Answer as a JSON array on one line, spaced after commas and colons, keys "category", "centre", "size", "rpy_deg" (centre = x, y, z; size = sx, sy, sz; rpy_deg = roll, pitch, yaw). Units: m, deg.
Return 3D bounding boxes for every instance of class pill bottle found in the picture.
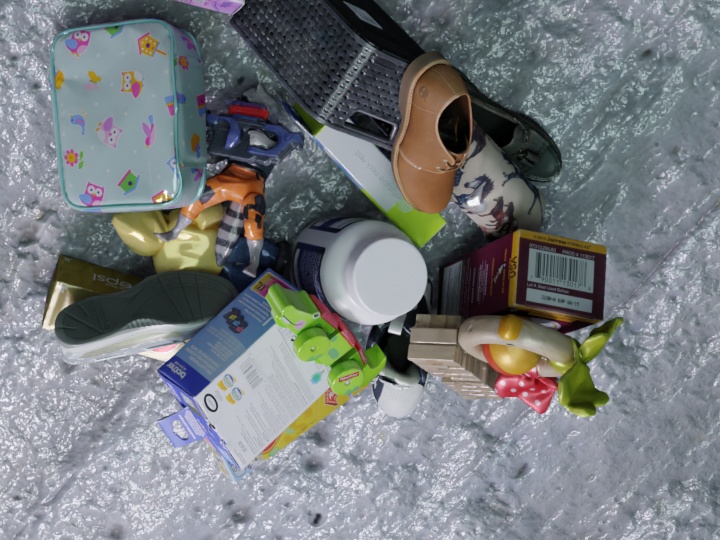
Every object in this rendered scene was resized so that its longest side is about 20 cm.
[{"category": "pill bottle", "centre": [0.000, 0.000, 1.666], "size": [0.111, 0.200, 0.112], "rpy_deg": [-1, 95, -18]}]

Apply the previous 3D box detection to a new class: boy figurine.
[{"category": "boy figurine", "centre": [-0.183, -0.021, 1.723], "size": [0.199, 0.064, 0.125], "rpy_deg": [16, 108, -12]}]

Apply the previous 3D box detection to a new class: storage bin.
[{"category": "storage bin", "centre": [-0.023, -0.223, 1.556], "size": [0.135, 0.200, 0.094], "rpy_deg": [16, 116, -47]}]

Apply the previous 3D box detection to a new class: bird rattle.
[{"category": "bird rattle", "centre": [0.179, 0.081, 1.632], "size": [0.163, 0.200, 0.113], "rpy_deg": [25, 81, -25]}]

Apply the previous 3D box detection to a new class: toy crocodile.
[{"category": "toy crocodile", "centre": [-0.036, 0.069, 1.613], "size": [0.062, 0.068, 0.200], "rpy_deg": [-38, 138, 4]}]

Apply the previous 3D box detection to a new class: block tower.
[{"category": "block tower", "centre": [0.114, 0.098, 1.730], "size": [0.058, 0.200, 0.054], "rpy_deg": [2, 74, 22]}]

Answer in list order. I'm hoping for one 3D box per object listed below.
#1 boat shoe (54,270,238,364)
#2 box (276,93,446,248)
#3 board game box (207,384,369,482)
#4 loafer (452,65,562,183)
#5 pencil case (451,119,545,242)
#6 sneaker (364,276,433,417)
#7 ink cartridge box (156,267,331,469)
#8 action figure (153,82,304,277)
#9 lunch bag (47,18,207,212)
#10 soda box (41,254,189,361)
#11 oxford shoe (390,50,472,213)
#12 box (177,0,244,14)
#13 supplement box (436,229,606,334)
[{"category": "boat shoe", "centre": [-0.230, 0.055, 1.682], "size": [0.201, 0.075, 0.065], "rpy_deg": [-16, 149, -13]}, {"category": "box", "centre": [0.000, -0.121, 1.663], "size": [0.048, 0.122, 0.200], "rpy_deg": [-43, 114, 4]}, {"category": "board game box", "centre": [-0.098, 0.130, 1.772], "size": [0.200, 0.034, 0.135], "rpy_deg": [-35, 119, -21]}, {"category": "loafer", "centre": [0.143, -0.151, 1.699], "size": [0.200, 0.063, 0.072], "rpy_deg": [33, 108, -20]}, {"category": "pencil case", "centre": [0.122, -0.098, 1.668], "size": [0.089, 0.078, 0.200], "rpy_deg": [-35, 130, 18]}, {"category": "sneaker", "centre": [0.039, 0.112, 1.760], "size": [0.079, 0.130, 0.200], "rpy_deg": [16, 125, 4]}, {"category": "ink cartridge box", "centre": [-0.125, 0.117, 1.669], "size": [0.200, 0.076, 0.137], "rpy_deg": [-44, 135, -18]}, {"category": "action figure", "centre": [-0.150, -0.110, 1.659], "size": [0.199, 0.105, 0.194], "rpy_deg": [20, 83, 24]}, {"category": "lunch bag", "centre": [-0.242, -0.161, 1.599], "size": [0.160, 0.077, 0.201], "rpy_deg": [-3, 90, 21]}, {"category": "soda box", "centre": [-0.254, 0.050, 1.747], "size": [0.199, 0.068, 0.064], "rpy_deg": [16, 114, -13]}, {"category": "oxford shoe", "centre": [0.076, -0.117, 1.525], "size": [0.071, 0.071, 0.200], "rpy_deg": [-29, 146, -20]}, {"category": "box", "centre": [-0.195, -0.364, 1.508], "size": [0.199, 0.097, 0.177], "rpy_deg": [12, 90, -11]}, {"category": "supplement box", "centre": [0.173, 0.025, 1.703], "size": [0.110, 0.200, 0.086], "rpy_deg": [11, 75, -19]}]
